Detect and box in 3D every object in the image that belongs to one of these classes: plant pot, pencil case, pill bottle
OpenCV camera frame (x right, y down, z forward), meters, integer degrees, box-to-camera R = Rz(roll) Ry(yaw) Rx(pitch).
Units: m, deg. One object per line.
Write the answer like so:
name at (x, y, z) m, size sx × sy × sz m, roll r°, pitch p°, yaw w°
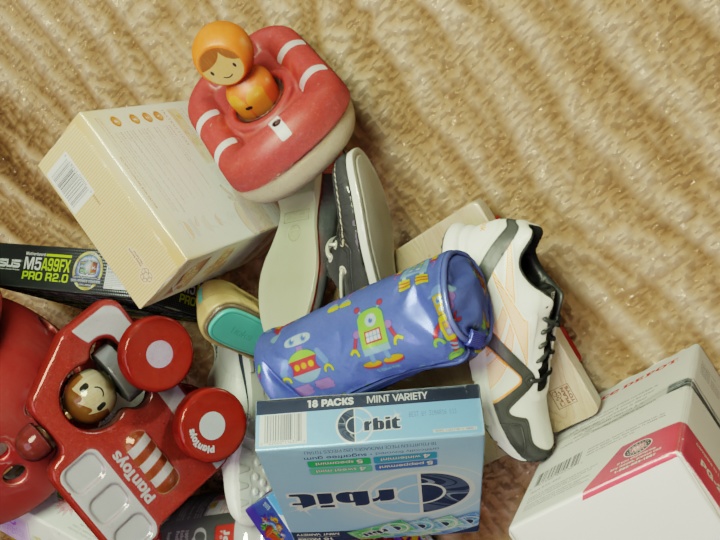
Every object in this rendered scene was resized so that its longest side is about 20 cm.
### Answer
plant pot at (-0.373, 0.113, 0.856) m, size 0.198 × 0.202 × 0.183 m, roll -3°, pitch 143°, yaw 27°
pencil case at (0.008, 0.056, 0.700) m, size 0.198 × 0.078 × 0.088 m, roll -25°, pitch 67°, yaw 30°
pill bottle at (-0.125, 0.289, 0.957) m, size 0.198 × 0.116 × 0.117 m, roll -16°, pitch 96°, yaw 29°

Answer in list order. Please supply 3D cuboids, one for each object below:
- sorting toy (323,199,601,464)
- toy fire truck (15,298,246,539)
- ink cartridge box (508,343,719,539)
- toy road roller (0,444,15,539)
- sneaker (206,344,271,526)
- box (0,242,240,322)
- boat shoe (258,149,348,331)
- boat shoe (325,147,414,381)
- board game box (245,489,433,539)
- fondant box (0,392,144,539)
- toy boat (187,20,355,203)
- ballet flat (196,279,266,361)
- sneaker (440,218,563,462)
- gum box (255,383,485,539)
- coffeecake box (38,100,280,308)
sorting toy at (0.086, 0.066, 0.821) m, size 0.198 × 0.069 × 0.202 m, roll -32°, pitch 89°, yaw 29°
toy fire truck at (-0.214, 0.138, 0.824) m, size 0.201 × 0.168 × 0.112 m, roll 55°, pitch 153°, yaw -16°
ink cartridge box at (0.215, 0.156, 0.708) m, size 0.144 × 0.200 × 0.085 m, roll -35°, pitch 90°, yaw 29°
toy road roller at (-0.318, 0.257, 1.047) m, size 0.145 × 0.123 × 0.202 m, roll -30°, pitch 92°, yaw 15°
sneaker at (-0.117, 0.155, 0.918) m, size 0.080 × 0.076 × 0.203 m, roll -15°, pitch 65°, yaw 34°
box at (-0.247, 0.015, 0.919) m, size 0.197 × 0.160 × 0.045 m, roll 4°, pitch 80°, yaw 26°
boat shoe at (-0.045, -0.023, 0.823) m, size 0.070 × 0.062 × 0.203 m, roll -3°, pitch 77°, yaw 39°
boat shoe at (0.000, 0.000, 0.768) m, size 0.060 × 0.074 × 0.203 m, roll -7°, pitch 108°, yaw 23°
board game box at (-0.001, 0.270, 0.877) m, size 0.201 × 0.134 × 0.045 m, roll 54°, pitch 134°, yaw 4°
fondant box at (-0.261, 0.214, 0.954) m, size 0.143 × 0.200 × 0.059 m, roll 20°, pitch 126°, yaw 20°
toy boat at (-0.093, -0.154, 0.771) m, size 0.130 × 0.131 × 0.200 m, roll -40°, pitch 45°, yaw 3°
ballet flat at (-0.078, 0.065, 0.872) m, size 0.069 × 0.200 × 0.063 m, roll -44°, pitch 40°, yaw 7°
sneaker at (0.125, 0.055, 0.717) m, size 0.079 × 0.074 × 0.203 m, roll -13°, pitch 98°, yaw 26°
gum box at (0.014, 0.164, 0.740) m, size 0.167 × 0.045 × 0.201 m, roll -5°, pitch 145°, yaw 2°
coffeecake box at (-0.165, -0.071, 0.833) m, size 0.073 × 0.200 × 0.154 m, roll -40°, pitch 85°, yaw 28°
